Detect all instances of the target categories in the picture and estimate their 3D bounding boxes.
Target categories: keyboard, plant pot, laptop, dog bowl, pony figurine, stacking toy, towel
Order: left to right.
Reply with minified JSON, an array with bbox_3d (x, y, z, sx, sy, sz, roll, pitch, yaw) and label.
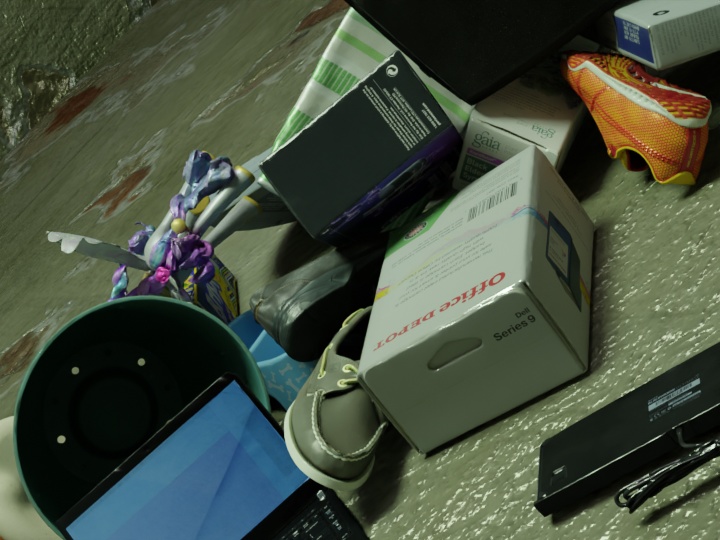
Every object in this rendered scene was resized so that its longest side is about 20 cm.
[{"bbox_3d":[-0.306,0.236,1.362,0.200,0.145,0.147,-50,12,33],"label":"stacking toy"},{"bbox_3d":[-0.185,0.120,1.253,0.200,0.201,0.161,-44,12,-13],"label":"plant pot"},{"bbox_3d":[-0.171,-0.010,1.389,0.201,0.166,0.193,-54,-7,-11],"label":"pony figurine"},{"bbox_3d":[-0.105,0.188,1.085,0.177,0.104,0.200,-41,20,-4],"label":"laptop"},{"bbox_3d":[-0.071,0.071,1.350,0.199,0.050,0.112,-16,30,49],"label":"dog bowl"},{"bbox_3d":[0.016,-0.126,1.386,0.201,0.152,0.023,-58,8,9],"label":"towel"},{"bbox_3d":[0.083,-0.251,1.260,0.178,0.199,0.200,-50,20,6],"label":"plant pot"},{"bbox_3d":[0.186,0.090,0.902,0.199,0.021,0.127,-33,15,21],"label":"keyboard"}]

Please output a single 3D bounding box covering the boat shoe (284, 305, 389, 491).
[{"bbox_3d":[-0.006,0.088,1.138,0.061,0.072,0.202,-59,5,24],"label":"boat shoe"}]

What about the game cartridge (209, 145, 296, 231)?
[{"bbox_3d":[-0.079,-0.085,1.576,0.133,0.041,0.200,-35,-12,21],"label":"game cartridge"}]

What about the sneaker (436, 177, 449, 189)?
[{"bbox_3d":[0.037,-0.100,1.488,0.074,0.087,0.200,-43,0,-21],"label":"sneaker"}]

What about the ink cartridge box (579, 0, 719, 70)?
[{"bbox_3d":[0.286,-0.219,1.237,0.198,0.041,0.200,-17,19,-7],"label":"ink cartridge box"}]

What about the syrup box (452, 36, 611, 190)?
[{"bbox_3d":[0.150,-0.141,1.320,0.082,0.078,0.201,103,-168,-46],"label":"syrup box"}]

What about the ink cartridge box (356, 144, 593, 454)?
[{"bbox_3d":[0.087,0.018,1.130,0.145,0.088,0.201,-31,20,24],"label":"ink cartridge box"}]

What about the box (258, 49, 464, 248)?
[{"bbox_3d":[0.010,-0.090,1.275,0.141,0.079,0.200,-36,-7,6],"label":"box"}]

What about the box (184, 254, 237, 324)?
[{"bbox_3d":[-0.167,0.037,1.560,0.064,0.070,0.200,-38,20,9],"label":"box"}]

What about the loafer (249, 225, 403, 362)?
[{"bbox_3d":[0.000,0.000,1.268,0.199,0.074,0.072,-25,40,-32],"label":"loafer"}]

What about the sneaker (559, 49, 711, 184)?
[{"bbox_3d":[0.201,-0.122,1.206,0.072,0.078,0.200,1,25,-16],"label":"sneaker"}]
